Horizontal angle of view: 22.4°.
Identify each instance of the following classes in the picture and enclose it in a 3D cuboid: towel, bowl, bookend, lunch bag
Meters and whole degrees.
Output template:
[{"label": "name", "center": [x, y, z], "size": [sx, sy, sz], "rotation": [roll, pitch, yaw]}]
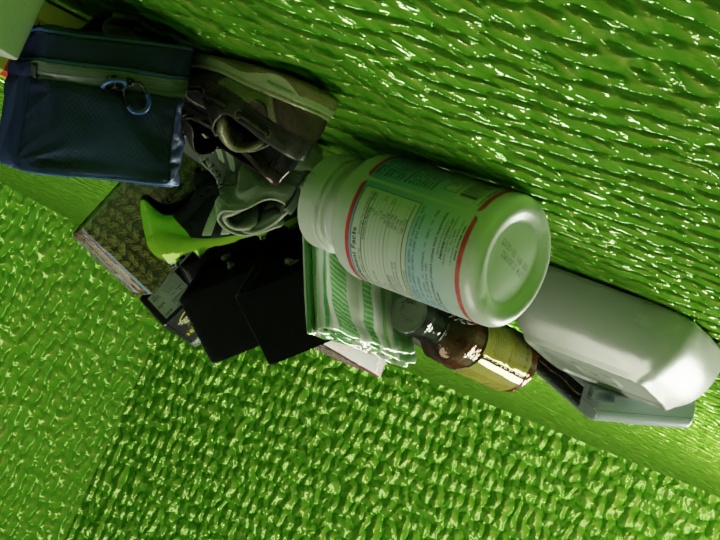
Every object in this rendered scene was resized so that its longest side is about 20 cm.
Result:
[{"label": "towel", "center": [0.000, 0.000, 1.636], "size": [0.023, 0.154, 0.200], "rotation": [-10, 165, 24]}, {"label": "bowl", "center": [0.243, 0.069, 1.759], "size": [0.199, 0.075, 0.200], "rotation": [21, 172, 26]}, {"label": "bookend", "center": [-0.093, 0.024, 1.756], "size": [0.093, 0.199, 0.199], "rotation": [64, -164, -14]}, {"label": "lunch bag", "center": [-0.211, -0.141, 1.449], "size": [0.135, 0.133, 0.200], "rotation": [5, -177, -20]}]

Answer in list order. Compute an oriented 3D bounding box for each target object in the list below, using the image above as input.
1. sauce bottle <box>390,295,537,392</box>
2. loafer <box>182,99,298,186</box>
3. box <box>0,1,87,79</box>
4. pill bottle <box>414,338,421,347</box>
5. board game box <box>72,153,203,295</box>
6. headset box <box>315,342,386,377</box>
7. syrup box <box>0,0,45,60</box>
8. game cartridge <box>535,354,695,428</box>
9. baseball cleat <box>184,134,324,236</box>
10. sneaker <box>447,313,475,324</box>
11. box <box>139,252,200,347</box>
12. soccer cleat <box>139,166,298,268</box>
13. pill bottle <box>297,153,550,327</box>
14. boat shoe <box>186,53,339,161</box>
[{"label": "sauce bottle", "center": [0.098, 0.064, 1.723], "size": [0.066, 0.066, 0.200], "rotation": [20, 174, 37]}, {"label": "loafer", "center": [-0.128, -0.125, 1.586], "size": [0.199, 0.063, 0.072], "rotation": [20, 172, 40]}, {"label": "box", "center": [-0.275, -0.191, 1.565], "size": [0.199, 0.076, 0.050], "rotation": [28, 173, -18]}, {"label": "pill bottle", "center": [0.081, 0.027, 1.871], "size": [0.106, 0.107, 0.200], "rotation": [23, 174, 9]}, {"label": "board game box", "center": [-0.207, -0.065, 1.881], "size": [0.097, 0.160, 0.200], "rotation": [43, 171, -8]}, {"label": "headset box", "center": [-0.013, 0.017, 1.959], "size": [0.075, 0.149, 0.200], "rotation": [20, 172, 35]}, {"label": "syrup box", "center": [-0.334, -0.230, 1.422], "size": [0.199, 0.079, 0.081], "rotation": [19, 173, 44]}, {"label": "game cartridge", "center": [0.263, 0.115, 1.911], "size": [0.132, 0.042, 0.200], "rotation": [11, -166, -22]}, {"label": "baseball cleat", "center": [-0.120, -0.090, 1.662], "size": [0.199, 0.107, 0.070], "rotation": [10, 153, 50]}, {"label": "sneaker", "center": [0.099, -0.009, 1.596], "size": [0.200, 0.090, 0.067], "rotation": [-137, 25, -73]}, {"label": "box", "center": [-0.142, -0.011, 1.986], "size": [0.049, 0.200, 0.161], "rotation": [44, 177, 10]}, {"label": "soccer cleat", "center": [-0.117, -0.068, 1.748], "size": [0.199, 0.082, 0.068], "rotation": [-18, -167, 3]}, {"label": "pill bottle", "center": [0.048, -0.032, 1.478], "size": [0.199, 0.109, 0.109], "rotation": [21, 173, 38]}, {"label": "boat shoe", "center": [-0.091, -0.125, 1.427], "size": [0.072, 0.065, 0.200], "rotation": [27, 175, -37]}]
